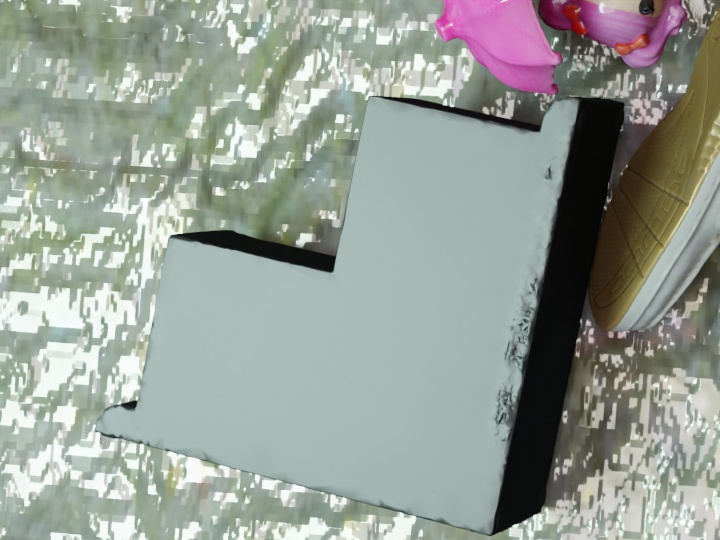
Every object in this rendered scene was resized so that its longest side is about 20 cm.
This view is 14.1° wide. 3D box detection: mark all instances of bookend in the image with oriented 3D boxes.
[{"bbox_3d":[0.000,0.000,1.346,0.199,0.092,0.200,12,96,17],"label":"bookend"}]

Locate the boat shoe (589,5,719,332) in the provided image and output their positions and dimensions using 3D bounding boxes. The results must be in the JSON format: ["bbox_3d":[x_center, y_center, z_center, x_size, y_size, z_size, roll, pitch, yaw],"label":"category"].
[{"bbox_3d":[0.174,-0.050,1.327,0.069,0.071,0.200,19,114,-25],"label":"boat shoe"}]

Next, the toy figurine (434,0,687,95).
[{"bbox_3d":[0.114,-0.166,1.319,0.199,0.150,0.185,21,99,-13],"label":"toy figurine"}]
